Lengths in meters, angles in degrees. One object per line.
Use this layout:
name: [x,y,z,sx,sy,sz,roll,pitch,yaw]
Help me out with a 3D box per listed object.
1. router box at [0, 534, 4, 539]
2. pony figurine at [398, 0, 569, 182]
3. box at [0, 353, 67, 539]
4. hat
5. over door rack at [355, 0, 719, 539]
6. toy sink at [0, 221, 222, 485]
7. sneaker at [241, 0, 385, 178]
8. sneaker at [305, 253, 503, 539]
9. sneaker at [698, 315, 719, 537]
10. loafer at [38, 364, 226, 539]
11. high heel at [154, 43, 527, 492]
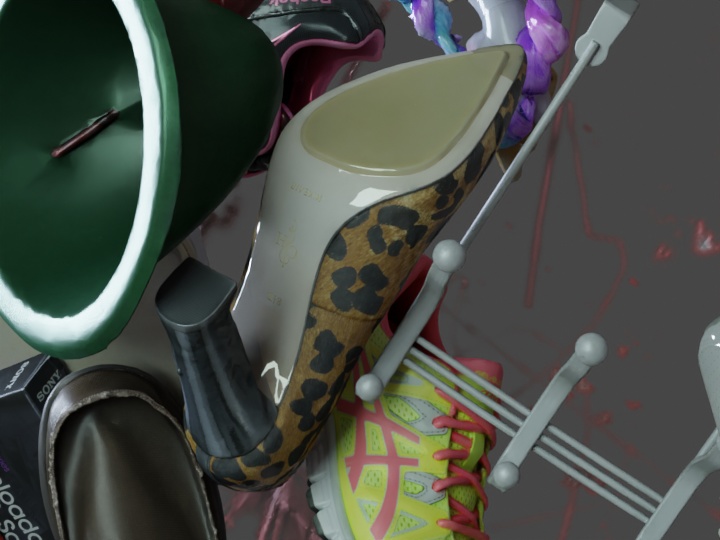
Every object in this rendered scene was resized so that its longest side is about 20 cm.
router box: [-0.252,0.138,1.318,0.199,0.049,0.180,-19,112,32]
pony figurine: [0.071,-0.162,1.278,0.193,0.166,0.201,-46,55,51]
box: [-0.177,0.126,1.331,0.199,0.143,0.036,-21,22,32]
hat: [-0.048,-0.066,1.218,0.166,0.175,0.201,45,127,42]
over door rack: [0.108,0.006,1.202,0.147,0.067,0.200,33,96,0]
toy sink: [-0.133,0.007,1.324,0.199,0.131,0.112,1,35,24]
sneaker: [-0.067,-0.069,1.371,0.200,0.079,0.095,-46,69,14]
sneaker: [0.026,0.076,1.263,0.090,0.078,0.201,-31,62,18]
sneaker: [0.165,0.108,1.115,0.080,0.070,0.201,-16,72,-18]
loafer: [-0.081,0.136,1.231,0.073,0.071,0.201,-16,95,-7]
high heel: [0.000,0.000,1.231,0.200,0.143,0.071,-40,57,-20]
